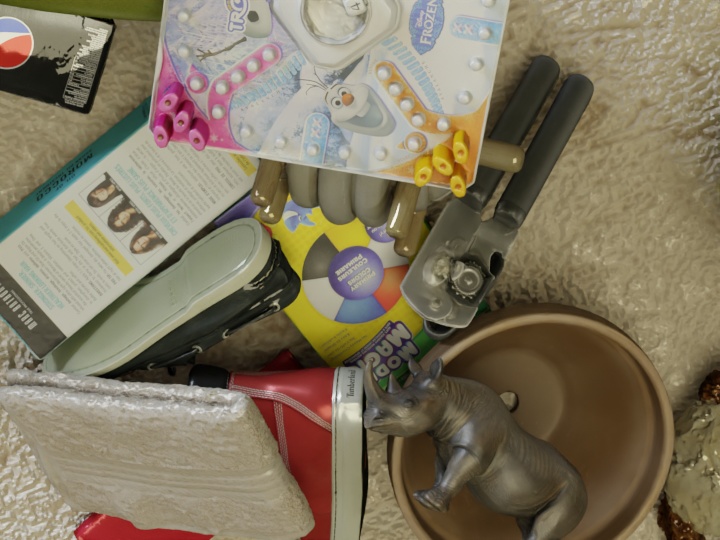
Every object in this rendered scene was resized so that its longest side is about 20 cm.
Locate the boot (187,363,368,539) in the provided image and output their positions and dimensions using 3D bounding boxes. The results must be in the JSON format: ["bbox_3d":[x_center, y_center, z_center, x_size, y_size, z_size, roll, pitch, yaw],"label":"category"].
[{"bbox_3d":[-0.067,0.140,1.557,0.143,0.073,0.201,2,132,4],"label":"boot"}]

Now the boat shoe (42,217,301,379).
[{"bbox_3d":[-0.123,0.035,1.502,0.199,0.075,0.066,-33,130,22],"label":"boat shoe"}]

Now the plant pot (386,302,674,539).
[{"bbox_3d":[0.110,0.108,1.576,0.199,0.093,0.202,-4,110,-10],"label":"plant pot"}]

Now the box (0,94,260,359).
[{"bbox_3d":[-0.163,-0.038,1.494,0.200,0.049,0.082,-38,111,5],"label":"box"}]

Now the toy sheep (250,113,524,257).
[{"bbox_3d":[0.005,-0.086,1.415,0.199,0.138,0.139,14,108,6],"label":"toy sheep"}]

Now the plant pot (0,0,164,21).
[{"bbox_3d":[-0.149,-0.233,1.362,0.192,0.200,0.201,17,106,-28],"label":"plant pot"}]

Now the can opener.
[{"bbox_3d":[0.090,-0.047,1.514,0.053,0.067,0.201,28,74,6],"label":"can opener"}]

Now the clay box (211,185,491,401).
[{"bbox_3d":[0.000,0.000,1.539,0.115,0.048,0.200,-37,111,4],"label":"clay box"}]

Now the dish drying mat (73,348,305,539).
[{"bbox_3d":[-0.104,0.142,1.589,0.200,0.018,0.077,-41,115,4],"label":"dish drying mat"}]

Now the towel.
[{"bbox_3d":[-0.138,0.122,1.493,0.199,0.035,0.133,3,139,28],"label":"towel"}]

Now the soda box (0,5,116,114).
[{"bbox_3d":[-0.258,-0.160,1.419,0.199,0.071,0.064,16,105,-16],"label":"soda box"}]

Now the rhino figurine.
[{"bbox_3d":[0.072,0.122,1.491,0.200,0.060,0.088,42,79,-20],"label":"rhino figurine"}]

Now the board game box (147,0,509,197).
[{"bbox_3d":[-0.015,-0.150,1.305,0.198,0.026,0.201,9,114,-2],"label":"board game box"}]

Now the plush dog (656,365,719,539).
[{"bbox_3d":[0.297,0.156,1.615,0.171,0.160,0.201,22,104,10],"label":"plush dog"}]
